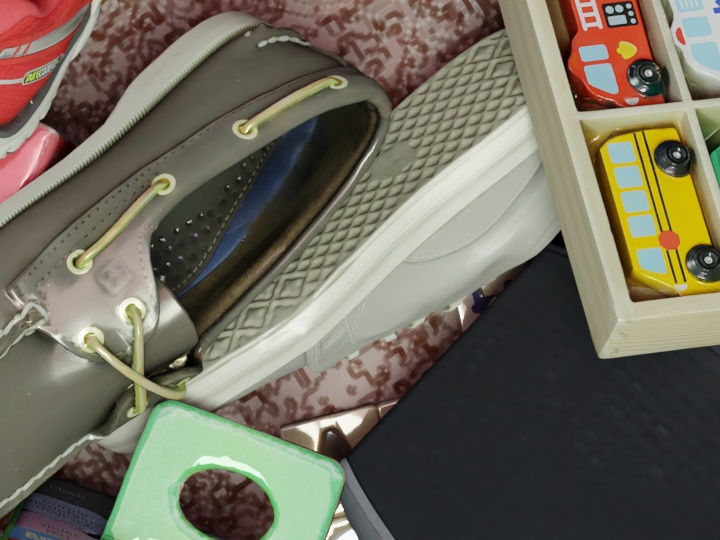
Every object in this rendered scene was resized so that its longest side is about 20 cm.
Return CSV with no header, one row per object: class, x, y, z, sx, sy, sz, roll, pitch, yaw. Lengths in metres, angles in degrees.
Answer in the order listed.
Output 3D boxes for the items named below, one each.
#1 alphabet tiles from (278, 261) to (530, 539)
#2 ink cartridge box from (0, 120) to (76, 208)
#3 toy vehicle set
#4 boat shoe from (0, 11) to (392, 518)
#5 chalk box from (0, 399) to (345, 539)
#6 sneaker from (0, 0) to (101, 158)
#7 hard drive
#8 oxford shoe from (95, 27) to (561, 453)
alphabet tiles,0.081,0.077,0.882,0.200,0.008,0.167,-13,91,-4
ink cartridge box,-0.194,0.021,0.826,0.144,0.084,0.200,23,90,-3
toy vehicle set,0.110,-0.073,0.820,0.124,0.027,0.200,-7,64,-13
boat shoe,-0.069,0.004,0.789,0.060,0.072,0.202,23,61,35
chalk box,-0.068,0.142,0.803,0.124,0.124,0.200,21,97,-3
sneaker,-0.090,-0.118,0.795,0.077,0.085,0.200,20,49,-8
hard drive,0.081,0.078,0.792,0.135,0.200,0.042,-46,135,-1
oxford shoe,0.000,0.000,0.850,0.200,0.075,0.058,-36,125,-1
